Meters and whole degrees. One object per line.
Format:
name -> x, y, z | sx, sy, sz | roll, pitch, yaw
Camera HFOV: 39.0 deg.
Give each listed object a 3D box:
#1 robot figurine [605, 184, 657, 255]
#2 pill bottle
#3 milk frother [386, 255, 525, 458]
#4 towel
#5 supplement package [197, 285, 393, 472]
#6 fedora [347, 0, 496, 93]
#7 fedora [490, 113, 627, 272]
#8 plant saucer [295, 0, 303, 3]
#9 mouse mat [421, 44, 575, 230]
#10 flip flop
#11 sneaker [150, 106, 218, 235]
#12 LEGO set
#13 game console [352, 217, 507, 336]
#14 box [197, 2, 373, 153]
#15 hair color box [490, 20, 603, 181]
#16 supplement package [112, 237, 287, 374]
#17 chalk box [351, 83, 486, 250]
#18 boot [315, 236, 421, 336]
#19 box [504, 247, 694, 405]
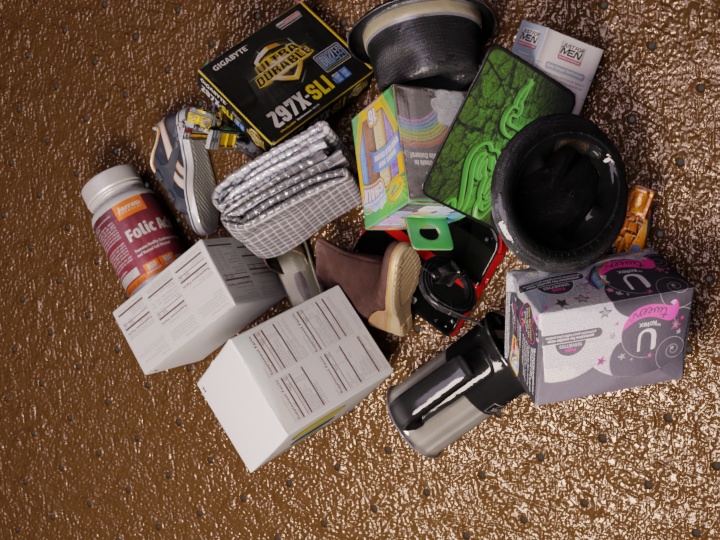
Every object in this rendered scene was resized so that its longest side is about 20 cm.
robot figurine -> 0.300, -0.026, 1.320 | 0.143, 0.058, 0.203 | 24, 104, 23
pill bottle -> -0.353, -0.057, 1.604 | 0.113, 0.114, 0.202 | -34, 81, 24
milk frother -> 0.108, 0.115, 1.382 | 0.187, 0.179, 0.202 | -38, 53, 22
towel -> -0.092, -0.102, 1.420 | 0.198, 0.166, 0.087 | -29, 70, 4
supplement package -> -0.093, 0.150, 1.424 | 0.152, 0.198, 0.152 | 56, 142, 11
fedora -> 0.084, -0.280, 1.326 | 0.198, 0.200, 0.093 | -16, 71, 26
fedora -> 0.226, -0.089, 1.237 | 0.091, 0.197, 0.204 | 169, 90, -67
plant saucer -> -0.091, -0.516, 1.456 | 0.199, 0.036, 0.202 | 43, 115, 29
mouse mat -> 0.174, -0.159, 1.264 | 0.202, 0.159, 0.008 | -63, 34, 9
flip flop -> -0.117, -0.024, 1.523 | 0.080, 0.057, 0.203 | -28, 83, 25
sneaker -> -0.274, -0.146, 1.580 | 0.078, 0.078, 0.204 | -15, 77, 21
LEGO set -> -0.178, -0.231, 1.501 | 0.198, 0.115, 0.156 | 30, 107, 20
game console -> 0.096, -0.032, 1.440 | 0.199, 0.031, 0.179 | 36, 114, 19
box -> -0.104, -0.270, 1.432 | 0.160, 0.199, 0.050 | 45, 156, 13
hair color box -> 0.225, -0.207, 1.312 | 0.061, 0.098, 0.203 | 40, 115, 55
supplement package -> -0.240, 0.050, 1.535 | 0.199, 0.155, 0.112 | -35, 79, 24
chalk box -> 0.077, -0.122, 1.328 | 0.123, 0.122, 0.204 | -26, 67, 60
boot -> 0.000, 0.000, 1.409 | 0.165, 0.072, 0.201 | 32, 150, 22
box -> 0.286, 0.065, 1.234 | 0.196, 0.115, 0.134 | -9, 119, -11
